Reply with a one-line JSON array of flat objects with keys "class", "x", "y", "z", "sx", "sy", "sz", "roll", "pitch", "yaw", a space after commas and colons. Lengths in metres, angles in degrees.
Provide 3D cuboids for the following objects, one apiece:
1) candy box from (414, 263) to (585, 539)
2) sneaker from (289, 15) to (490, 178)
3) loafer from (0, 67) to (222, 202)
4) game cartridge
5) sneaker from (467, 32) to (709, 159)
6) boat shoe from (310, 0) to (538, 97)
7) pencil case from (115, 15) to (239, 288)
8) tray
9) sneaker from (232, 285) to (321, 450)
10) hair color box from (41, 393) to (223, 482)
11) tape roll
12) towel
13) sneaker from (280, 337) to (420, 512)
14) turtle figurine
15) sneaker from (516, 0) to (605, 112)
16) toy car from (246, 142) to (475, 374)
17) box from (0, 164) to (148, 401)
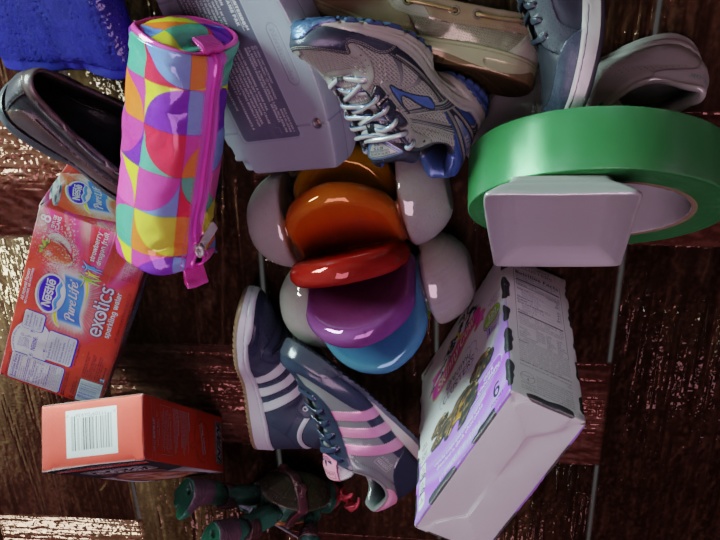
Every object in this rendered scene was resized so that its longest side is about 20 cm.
[{"class": "candy box", "x": 0.115, "y": 0.110, "z": 0.887, "sx": 0.071, "sy": 0.201, "sz": 0.168, "roll": 23, "pitch": 122, "yaw": -9}, {"class": "sneaker", "x": 0.023, "y": -0.122, "z": 0.752, "sx": 0.199, "sy": 0.086, "sz": 0.077, "roll": 21, "pitch": 172, "yaw": -43}, {"class": "loafer", "x": -0.197, "y": -0.103, "z": 0.836, "sx": 0.199, "sy": 0.072, "sz": 0.063, "roll": 26, "pitch": 154, "yaw": -26}, {"class": "game cartridge", "x": -0.081, "y": -0.170, "z": 0.789, "sx": 0.133, "sy": 0.041, "sz": 0.201, "roll": 5, "pitch": 129, "yaw": 44}, {"class": "sneaker", "x": 0.173, "y": -0.122, "z": 0.800, "sx": 0.199, "sy": 0.089, "sz": 0.075, "roll": -22, "pitch": 119, "yaw": 19}, {"class": "boat shoe", "x": 0.045, "y": -0.192, "z": 0.788, "sx": 0.198, "sy": 0.072, "sz": 0.065, "roll": 15, "pitch": 85, "yaw": -1}, {"class": "pencil case", "x": -0.141, "y": -0.092, "z": 0.783, "sx": 0.088, "sy": 0.089, "sz": 0.201, "roll": 9, "pitch": 119, "yaw": 0}, {"class": "tray", "x": 0.151, "y": -0.036, "z": 0.773, "sx": 0.106, "sy": 0.022, "sz": 0.200, "roll": 1, "pitch": 167, "yaw": 10}, {"class": "sneaker", "x": -0.058, "y": 0.097, "z": 0.974, "sx": 0.108, "sy": 0.070, "sz": 0.201, "roll": 4, "pitch": 130, "yaw": 9}, {"class": "hair color box", "x": -0.210, "y": 0.163, "z": 0.969, "sx": 0.101, "sy": 0.062, "sz": 0.200, "roll": -8, "pitch": 165, "yaw": 11}, {"class": "tape roll", "x": 0.182, "y": -0.067, "z": 0.786, "sx": 0.199, "sy": 0.049, "sz": 0.201, "roll": 3, "pitch": 167, "yaw": 1}, {"class": "towel", "x": -0.243, "y": -0.243, "z": 0.761, "sx": 0.147, "sy": 0.050, "sz": 0.201, "roll": 10, "pitch": 133, "yaw": 27}, {"class": "sneaker", "x": -0.015, "y": 0.145, "z": 0.925, "sx": 0.082, "sy": 0.070, "sz": 0.200, "roll": -48, "pitch": 114, "yaw": -8}, {"class": "turtle figurine", "x": -0.085, "y": 0.251, "z": 1.055, "sx": 0.199, "sy": 0.149, "sz": 0.101, "roll": 8, "pitch": 100, "yaw": -39}, {"class": "sneaker", "x": 0.101, "y": -0.210, "z": 0.731, "sx": 0.145, "sy": 0.077, "sz": 0.204, "roll": 2, "pitch": 95, "yaw": -2}, {"class": "toy car", "x": 0.000, "y": 0.000, "z": 0.859, "sx": 0.174, "sy": 0.150, "sz": 0.201, "roll": -11, "pitch": 121, "yaw": 12}, {"class": "box", "x": -0.249, "y": 0.012, "z": 0.924, "sx": 0.099, "sy": 0.096, "sz": 0.201, "roll": 19, "pitch": 123, "yaw": -8}]
